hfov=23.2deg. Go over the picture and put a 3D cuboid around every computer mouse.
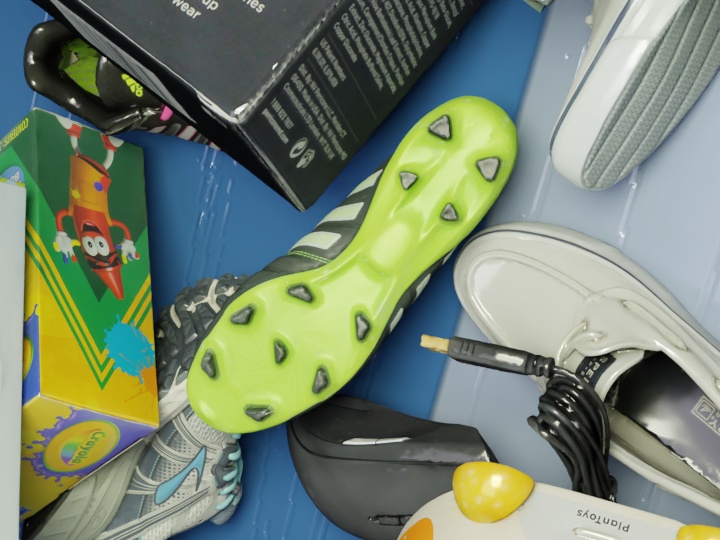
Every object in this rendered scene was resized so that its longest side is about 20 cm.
[{"bbox_3d":[0.030,0.085,0.806,0.199,0.046,0.141,13,136,33],"label":"computer mouse"}]

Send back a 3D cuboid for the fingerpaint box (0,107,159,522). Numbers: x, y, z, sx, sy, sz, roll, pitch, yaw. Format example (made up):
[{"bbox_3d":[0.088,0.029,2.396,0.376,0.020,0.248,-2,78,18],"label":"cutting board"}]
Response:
[{"bbox_3d":[-0.194,0.041,0.909,0.200,0.073,0.167,-34,50,37],"label":"fingerpaint box"}]

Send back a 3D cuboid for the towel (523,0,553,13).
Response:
[{"bbox_3d":[0.040,-0.204,0.702,0.200,0.022,0.147,35,80,23],"label":"towel"}]

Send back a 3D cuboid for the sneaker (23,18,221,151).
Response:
[{"bbox_3d":[-0.087,-0.094,0.876,0.199,0.087,0.074,13,102,29],"label":"sneaker"}]

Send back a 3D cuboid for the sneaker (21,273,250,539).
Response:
[{"bbox_3d":[-0.090,0.083,0.906,0.086,0.078,0.200,30,120,-22],"label":"sneaker"}]

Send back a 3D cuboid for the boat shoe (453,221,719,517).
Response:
[{"bbox_3d":[0.115,0.046,0.782,0.200,0.066,0.072,41,114,21],"label":"boat shoe"}]

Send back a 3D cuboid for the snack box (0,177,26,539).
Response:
[{"bbox_3d":[-0.216,0.067,0.824,0.142,0.053,0.201,-25,59,42],"label":"snack box"}]

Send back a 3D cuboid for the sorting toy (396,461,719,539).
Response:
[{"bbox_3d":[0.078,0.189,0.719,0.199,0.180,0.107,14,139,14],"label":"sorting toy"}]

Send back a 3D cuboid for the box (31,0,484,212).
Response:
[{"bbox_3d":[-0.045,-0.170,0.784,0.197,0.117,0.200,38,85,22],"label":"box"}]

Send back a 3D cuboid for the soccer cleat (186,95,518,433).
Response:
[{"bbox_3d":[0.000,0.000,0.820,0.068,0.081,0.200,45,99,2],"label":"soccer cleat"}]

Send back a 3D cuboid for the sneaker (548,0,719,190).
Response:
[{"bbox_3d":[0.128,-0.133,0.762,0.071,0.073,0.201,34,102,33],"label":"sneaker"}]
